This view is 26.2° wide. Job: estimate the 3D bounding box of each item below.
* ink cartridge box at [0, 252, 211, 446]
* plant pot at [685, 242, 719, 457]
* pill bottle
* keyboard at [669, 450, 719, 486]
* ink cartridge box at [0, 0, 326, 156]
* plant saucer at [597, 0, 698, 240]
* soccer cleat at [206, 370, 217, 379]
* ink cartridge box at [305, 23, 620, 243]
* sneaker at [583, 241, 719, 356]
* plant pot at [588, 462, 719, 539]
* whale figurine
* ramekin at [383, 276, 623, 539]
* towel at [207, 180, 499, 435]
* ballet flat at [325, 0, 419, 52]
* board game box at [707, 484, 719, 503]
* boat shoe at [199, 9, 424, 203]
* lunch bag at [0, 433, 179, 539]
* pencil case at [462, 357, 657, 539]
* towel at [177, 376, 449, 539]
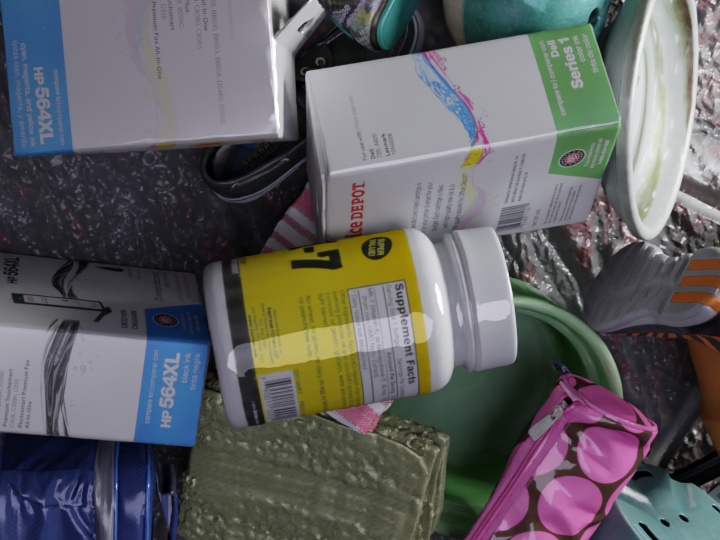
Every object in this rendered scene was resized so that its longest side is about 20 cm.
[{"bbox_3d":[-0.215,0.052,1.102,0.198,0.146,0.085,7,109,-14],"label":"ink cartridge box"},{"bbox_3d":[0.335,0.040,1.196,0.199,0.200,0.141,-30,96,0],"label":"plant pot"},{"bbox_3d":[-0.001,0.034,1.044,0.198,0.114,0.115,-10,111,-4],"label":"pill bottle"},{"bbox_3d":[0.322,0.135,1.279,0.199,0.104,0.040,-29,69,17],"label":"keyboard"},{"bbox_3d":[-0.122,-0.144,1.026,0.198,0.129,0.126,-3,95,4],"label":"ink cartridge box"},{"bbox_3d":[0.200,-0.124,1.125,0.050,0.200,0.202,7,112,24],"label":"plant saucer"},{"bbox_3d":[-0.061,0.159,1.214,0.073,0.068,0.201,-24,108,2],"label":"soccer cleat"},{"bbox_3d":[0.063,-0.083,1.061,0.198,0.145,0.085,-10,67,-6],"label":"ink cartridge box"},{"bbox_3d":[0.242,0.039,1.112,0.112,0.200,0.078,33,84,-17],"label":"sneaker"},{"bbox_3d":[0.207,0.272,1.215,0.199,0.201,0.197,25,116,-18],"label":"plant pot"},{"bbox_3d":[0.148,-0.225,1.088,0.200,0.104,0.159,-50,145,-9],"label":"whale figurine"},{"bbox_3d":[0.096,0.100,1.208,0.198,0.098,0.202,-4,110,-10],"label":"ramekin"},{"bbox_3d":[0.000,0.000,1.123,0.146,0.030,0.201,33,78,9],"label":"towel"},{"bbox_3d":[0.040,-0.246,1.086,0.072,0.072,0.201,41,75,-21],"label":"ballet flat"},{"bbox_3d":[0.403,0.185,1.275,0.199,0.148,0.064,-36,115,3],"label":"board game box"},{"bbox_3d":[-0.035,-0.121,1.114,0.200,0.057,0.069,-42,81,7],"label":"boat shoe"},{"bbox_3d":[-0.204,0.196,1.158,0.131,0.136,0.202,2,109,-9],"label":"lunch bag"},{"bbox_3d":[0.130,0.172,1.141,0.093,0.091,0.201,15,108,-53],"label":"pencil case"},{"bbox_3d":[-0.037,0.162,1.150,0.198,0.037,0.150,13,111,5],"label":"towel"}]
